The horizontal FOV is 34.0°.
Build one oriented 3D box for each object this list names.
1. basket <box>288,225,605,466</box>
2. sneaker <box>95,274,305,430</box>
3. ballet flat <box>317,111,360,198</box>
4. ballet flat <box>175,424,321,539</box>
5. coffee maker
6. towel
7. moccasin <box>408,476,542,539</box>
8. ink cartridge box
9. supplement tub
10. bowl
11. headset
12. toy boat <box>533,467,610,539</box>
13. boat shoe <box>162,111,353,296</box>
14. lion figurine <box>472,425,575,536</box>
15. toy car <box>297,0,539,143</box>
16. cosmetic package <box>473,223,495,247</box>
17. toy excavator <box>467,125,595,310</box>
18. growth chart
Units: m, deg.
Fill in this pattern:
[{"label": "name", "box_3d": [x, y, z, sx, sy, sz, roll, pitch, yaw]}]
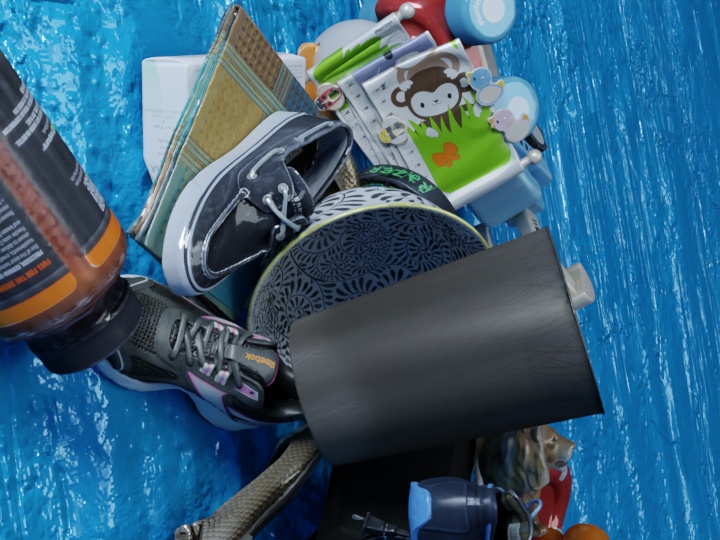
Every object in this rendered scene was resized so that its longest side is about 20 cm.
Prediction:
[{"label": "basket", "box_3d": [0.060, 0.062, 0.857, 0.180, 0.200, 0.136, -70, 142, -75]}, {"label": "sneaker", "box_3d": [-0.103, 0.058, 0.839, 0.200, 0.086, 0.080, 33, 61, -50]}, {"label": "ballet flat", "box_3d": [-0.031, -0.038, 1.017, 0.046, 0.067, 0.200, -25, 108, -49]}, {"label": "ballet flat", "box_3d": [-0.079, 0.166, 0.879, 0.046, 0.067, 0.200, 36, 39, 8]}, {"label": "coffee maker", "box_3d": [0.034, 0.194, 0.937, 0.135, 0.192, 0.200, 23, 40, -8]}, {"label": "towel", "box_3d": [-0.097, -0.076, 0.883, 0.147, 0.022, 0.200, 50, 53, -54]}, {"label": "moccasin", "box_3d": [0.091, 0.191, 0.834, 0.200, 0.068, 0.081, 38, 47, -66]}, {"label": "ink cartridge box", "box_3d": [-0.105, -0.070, 0.938, 0.161, 0.050, 0.200, -20, 117, -58]}, {"label": "supplement tub", "box_3d": [-0.208, -0.033, 0.685, 0.200, 0.107, 0.107, 61, 37, -29]}, {"label": "bowl", "box_3d": [0.000, 0.000, 0.942, 0.201, 0.201, 0.094, 47, 15, -42]}, {"label": "headset", "box_3d": [0.026, 0.004, 1.052, 0.094, 0.123, 0.200, -45, 145, -41]}, {"label": "toy boat", "box_3d": [0.198, 0.287, 1.225, 0.131, 0.131, 0.200, 36, 53, -49]}, {"label": "boat shoe", "box_3d": [-0.067, -0.051, 0.850, 0.200, 0.068, 0.072, -51, 138, -45]}, {"label": "lion figurine", "box_3d": [0.125, 0.161, 1.040, 0.200, 0.072, 0.123, -144, -134, -74]}, {"label": "toy car", "box_3d": [0.023, -0.170, 1.082, 0.200, 0.184, 0.177, -25, 109, -26]}, {"label": "cosmetic package", "box_3d": [0.126, 0.035, 1.195, 0.200, 0.051, 0.083, -87, 152, -62]}, {"label": "toy excavator", "box_3d": [0.164, -0.066, 1.243, 0.194, 0.100, 0.200, 35, 35, -47]}, {"label": "growth chart", "box_3d": [0.055, -0.134, 1.025, 0.200, 0.145, 0.018, 47, 15, -22]}]
